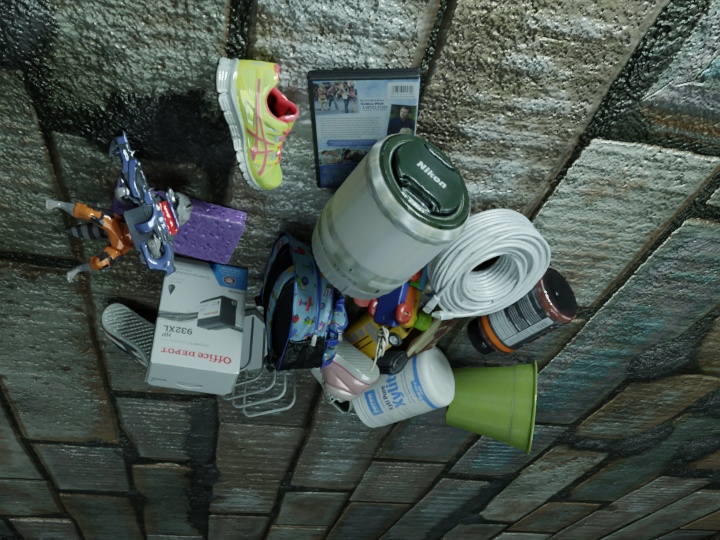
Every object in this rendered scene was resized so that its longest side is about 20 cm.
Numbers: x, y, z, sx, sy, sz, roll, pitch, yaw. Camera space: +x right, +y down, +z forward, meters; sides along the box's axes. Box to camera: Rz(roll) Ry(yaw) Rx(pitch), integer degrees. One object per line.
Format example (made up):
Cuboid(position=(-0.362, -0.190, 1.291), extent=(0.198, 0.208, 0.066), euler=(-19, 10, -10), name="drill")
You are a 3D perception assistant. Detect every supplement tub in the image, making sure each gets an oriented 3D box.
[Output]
Cuboid(position=(0.091, 0.250, 1.387), extent=(0.198, 0.134, 0.131), euler=(-26, 139, 29), name="supplement tub")
Cuboid(position=(0.289, 0.083, 1.183), extent=(0.106, 0.109, 0.199), euler=(23, 139, -31), name="supplement tub")

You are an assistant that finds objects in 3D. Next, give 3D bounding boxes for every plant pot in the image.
Cuboid(position=(0.284, 0.290, 1.425), extent=(0.186, 0.203, 0.202), euler=(5, 146, 10), name="plant pot")

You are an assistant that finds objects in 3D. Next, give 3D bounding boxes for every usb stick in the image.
Cuboid(position=(0.023, 0.186, 1.308), extent=(0.033, 0.055, 0.199), euler=(55, 149, -15), name="usb stick")

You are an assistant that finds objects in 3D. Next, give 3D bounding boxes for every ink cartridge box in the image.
Cuboid(position=(-0.271, 0.091, 1.086), extent=(0.142, 0.203, 0.084), euler=(11, 144, -18), name="ink cartridge box")

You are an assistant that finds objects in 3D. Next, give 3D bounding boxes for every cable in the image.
Cuboid(position=(0.206, -0.008, 1.050), extent=(0.196, 0.070, 0.202), euler=(3, 132, -25), name="cable")

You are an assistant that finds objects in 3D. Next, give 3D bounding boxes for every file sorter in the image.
Cuboid(position=(-0.227, 0.193, 1.300), extent=(0.136, 0.127, 0.201), euler=(-14, 142, 17), name="file sorter")

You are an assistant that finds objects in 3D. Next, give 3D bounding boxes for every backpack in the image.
Cuboid(position=(-0.093, 0.042, 1.059), extent=(0.132, 0.185, 0.202), euler=(1, 134, -18), name="backpack")

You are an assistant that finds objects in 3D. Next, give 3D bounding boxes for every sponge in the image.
Cuboid(position=(-0.287, -0.072, 1.008), extent=(0.196, 0.030, 0.112), euler=(14, 141, -21), name="sponge")

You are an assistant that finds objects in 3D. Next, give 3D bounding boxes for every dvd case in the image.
Cuboid(position=(0.004, -0.185, 0.870), extent=(0.139, 0.018, 0.202), euler=(-1, 145, 0), name="dvd case")

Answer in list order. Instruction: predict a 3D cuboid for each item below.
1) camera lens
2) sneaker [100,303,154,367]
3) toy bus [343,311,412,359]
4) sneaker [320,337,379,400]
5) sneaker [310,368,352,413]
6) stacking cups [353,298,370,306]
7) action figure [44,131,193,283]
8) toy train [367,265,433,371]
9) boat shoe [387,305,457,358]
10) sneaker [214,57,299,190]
Cuboid(position=(0.040, -0.071, 0.878), extent=(0.157, 0.163, 0.200), euler=(18, 142, -26), name="camera lens")
Cuboid(position=(-0.406, 0.139, 1.233), extent=(0.200, 0.079, 0.079), euler=(44, 154, -12), name="sneaker")
Cuboid(position=(0.020, 0.126, 1.249), extent=(0.079, 0.065, 0.199), euler=(50, 130, -2), name="toy bus")
Cuboid(position=(-0.065, 0.169, 1.234), extent=(0.199, 0.075, 0.105), euler=(41, 124, 6), name="sneaker")
Cuboid(position=(-0.055, 0.258, 1.444), extent=(0.072, 0.072, 0.201), euler=(-15, 143, 18), name="sneaker")
Cuboid(position=(0.000, 0.000, 1.092), extent=(0.059, 0.062, 0.202), euler=(-5, 145, 4), name="stacking cups")
Cuboid(position=(-0.334, -0.088, 0.911), extent=(0.189, 0.205, 0.105), euler=(-11, -169, -12), name="action figure")
Cuboid(position=(0.076, 0.081, 1.104), extent=(0.115, 0.204, 0.084), euler=(20, 172, -41), name="toy train")
Cuboid(position=(0.122, 0.137, 1.286), extent=(0.071, 0.073, 0.201), euler=(17, 135, -23), name="boat shoe")
Cuboid(position=(-0.119, -0.179, 0.823), extent=(0.088, 0.079, 0.202), euler=(-6, 144, 3), name="sneaker")
